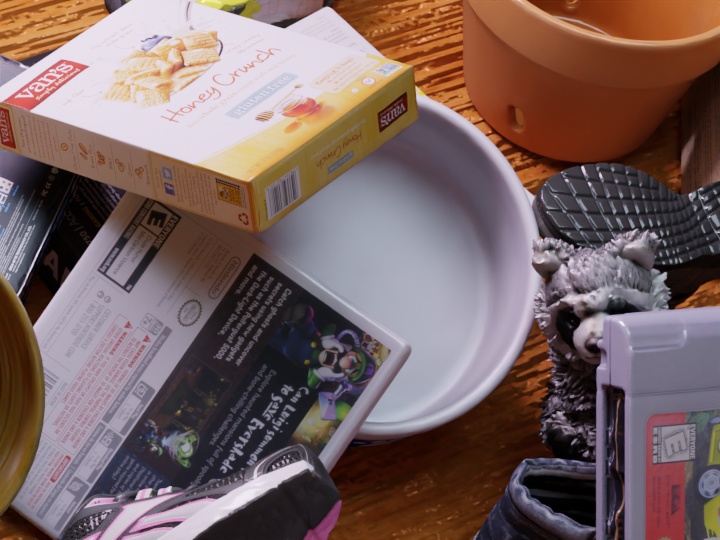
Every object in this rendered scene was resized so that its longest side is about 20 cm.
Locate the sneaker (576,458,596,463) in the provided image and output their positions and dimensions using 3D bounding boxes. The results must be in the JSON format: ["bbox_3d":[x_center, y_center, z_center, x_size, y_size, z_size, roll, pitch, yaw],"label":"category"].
[{"bbox_3d":[0.210,0.146,1.744,0.199,0.075,0.087,4,58,-15],"label":"sneaker"}]

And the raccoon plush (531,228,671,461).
[{"bbox_3d":[0.132,0.025,1.718,0.096,0.135,0.200,-14,17,-6],"label":"raccoon plush"}]

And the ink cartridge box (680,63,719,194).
[{"bbox_3d":[0.272,-0.117,1.939,0.075,0.165,0.201,17,46,-11],"label":"ink cartridge box"}]

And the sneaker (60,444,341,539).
[{"bbox_3d":[-0.110,0.143,1.573,0.199,0.081,0.086,-30,50,-9],"label":"sneaker"}]

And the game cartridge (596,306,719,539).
[{"bbox_3d":[0.191,0.121,1.640,0.132,0.201,0.041,-5,7,-34],"label":"game cartridge"}]

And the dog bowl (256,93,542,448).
[{"bbox_3d":[0.000,0.000,1.710,0.199,0.079,0.202,3,79,-15],"label":"dog bowl"}]

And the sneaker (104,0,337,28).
[{"bbox_3d":[-0.081,-0.195,1.935,0.199,0.075,0.085,-28,63,-39],"label":"sneaker"}]

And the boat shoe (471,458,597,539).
[{"bbox_3d":[0.163,0.172,1.683,0.199,0.091,0.071,17,45,-7],"label":"boat shoe"}]

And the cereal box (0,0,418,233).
[{"bbox_3d":[-0.088,-0.091,1.646,0.199,0.040,0.144,19,41,34],"label":"cereal box"}]

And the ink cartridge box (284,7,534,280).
[{"bbox_3d":[0.002,-0.061,1.848,0.200,0.068,0.115,44,50,19],"label":"ink cartridge box"}]

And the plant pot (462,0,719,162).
[{"bbox_3d":[0.147,-0.167,1.947,0.199,0.140,0.201,8,47,-9],"label":"plant pot"}]

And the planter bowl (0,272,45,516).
[{"bbox_3d":[-0.261,0.057,1.594,0.199,0.201,0.083,23,10,0],"label":"planter bowl"}]

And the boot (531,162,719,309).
[{"bbox_3d":[0.153,-0.001,1.797,0.199,0.131,0.068,3,59,-42],"label":"boot"}]

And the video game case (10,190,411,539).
[{"bbox_3d":[-0.100,0.073,1.629,0.181,0.023,0.201,35,89,12],"label":"video game case"}]

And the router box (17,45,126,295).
[{"bbox_3d":[-0.142,-0.051,1.793,0.149,0.051,0.200,-22,60,-33],"label":"router box"}]

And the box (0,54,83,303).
[{"bbox_3d":[-0.253,-0.038,1.694,0.158,0.046,0.201,22,66,0],"label":"box"}]
